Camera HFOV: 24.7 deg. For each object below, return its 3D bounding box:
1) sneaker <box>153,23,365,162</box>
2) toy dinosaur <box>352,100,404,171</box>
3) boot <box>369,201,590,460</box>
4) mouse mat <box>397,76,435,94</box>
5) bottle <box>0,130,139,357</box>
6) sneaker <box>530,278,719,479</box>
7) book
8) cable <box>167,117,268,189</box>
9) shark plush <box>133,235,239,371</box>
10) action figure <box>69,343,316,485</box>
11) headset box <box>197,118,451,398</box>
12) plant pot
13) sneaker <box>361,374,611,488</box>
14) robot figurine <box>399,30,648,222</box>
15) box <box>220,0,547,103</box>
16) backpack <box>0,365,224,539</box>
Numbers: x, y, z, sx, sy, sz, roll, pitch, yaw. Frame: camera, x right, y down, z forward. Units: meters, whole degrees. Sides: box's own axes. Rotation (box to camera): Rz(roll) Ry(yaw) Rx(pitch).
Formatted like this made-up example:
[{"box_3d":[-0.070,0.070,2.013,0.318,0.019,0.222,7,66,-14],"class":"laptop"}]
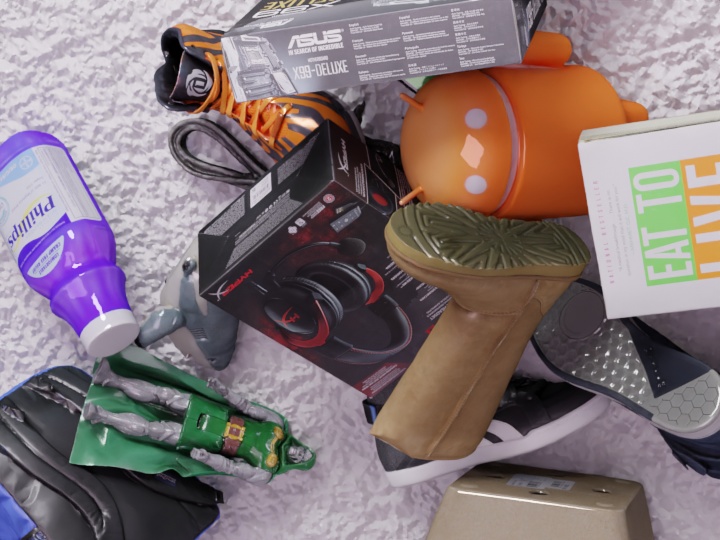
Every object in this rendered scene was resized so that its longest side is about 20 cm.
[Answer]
[{"box_3d":[-0.090,-0.124,1.257,0.200,0.112,0.078,39,114,36],"class":"sneaker"},{"box_3d":[0.013,-0.076,1.286,0.088,0.047,0.200,36,99,-5],"class":"toy dinosaur"},{"box_3d":[0.058,0.053,1.181,0.200,0.175,0.066,-61,37,31],"class":"boot"},{"box_3d":[0.058,-0.234,1.192,0.161,0.008,0.200,38,114,-4],"class":"mouse mat"},{"box_3d":[-0.246,-0.020,1.358,0.084,0.065,0.200,-43,64,24],"class":"bottle"},{"box_3d":[0.225,0.085,1.260,0.077,0.146,0.202,-54,48,4],"class":"sneaker"},{"box_3d":[0.259,-0.043,1.126,0.200,0.048,0.134,-8,104,15],"class":"book"},{"box_3d":[-0.072,-0.059,1.337,0.097,0.050,0.200,-43,90,19],"class":"cable"},{"box_3d":[-0.104,0.001,1.344,0.083,0.091,0.200,31,119,-8],"class":"shark plush"},{"box_3d":[-0.130,0.130,1.371,0.200,0.055,0.118,19,68,-15],"class":"action figure"},{"box_3d":[0.000,0.000,1.236,0.200,0.075,0.149,34,122,-32],"class":"headset box"},{"box_3d":[0.139,0.251,1.279,0.200,0.200,0.177,7,94,16],"class":"plant pot"},{"box_3d":[0.090,0.095,1.312,0.200,0.073,0.112,-22,95,21],"class":"sneaker"},{"box_3d":[0.115,-0.091,1.202,0.117,0.200,0.144,66,146,31],"class":"robot figurine"},{"box_3d":[0.021,-0.172,1.136,0.200,0.158,0.050,-6,111,16],"class":"box"},{"box_3d":[-0.256,0.199,1.399,0.200,0.163,0.168,48,131,0],"class":"backpack"}]
